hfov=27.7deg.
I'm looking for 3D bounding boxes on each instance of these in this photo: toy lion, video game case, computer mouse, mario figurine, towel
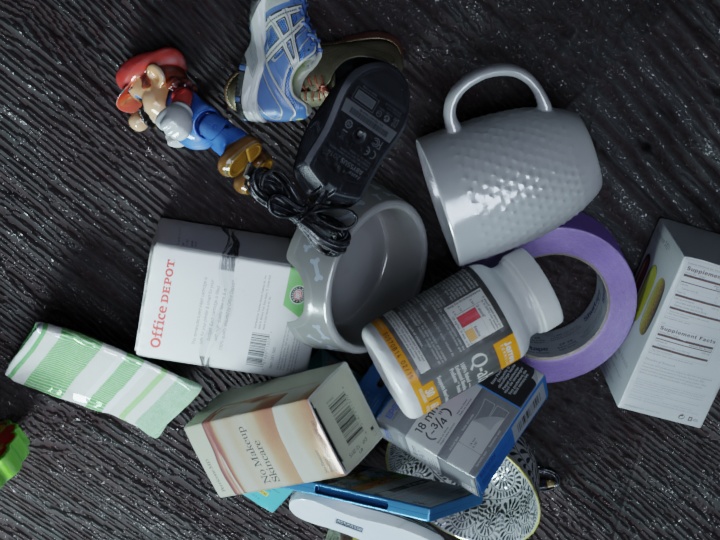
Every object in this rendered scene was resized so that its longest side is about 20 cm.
[{"bbox_3d":[-0.480,0.254,1.688,0.191,0.200,0.069,-18,115,26],"label":"toy lion"},{"bbox_3d":[0.023,0.253,1.687,0.199,0.143,0.018,8,95,29],"label":"video game case"},{"bbox_3d":[-0.026,-0.129,1.506,0.138,0.053,0.200,37,83,-27],"label":"computer mouse"},{"bbox_3d":[-0.190,-0.148,1.528,0.106,0.200,0.124,-31,149,-36],"label":"mario figurine"},{"bbox_3d":[0.154,0.283,1.826,0.199,0.034,0.059,-14,115,3],"label":"computer mouse"},{"bbox_3d":[-0.301,0.128,1.689,0.199,0.023,0.153,26,144,-15],"label":"towel"}]

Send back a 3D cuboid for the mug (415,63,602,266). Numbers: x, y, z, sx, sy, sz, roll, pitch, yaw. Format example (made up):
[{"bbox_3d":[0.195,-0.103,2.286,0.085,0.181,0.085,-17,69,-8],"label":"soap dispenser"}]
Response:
[{"bbox_3d":[0.157,-0.125,1.573,0.175,0.148,0.201,-19,110,0],"label":"mug"}]

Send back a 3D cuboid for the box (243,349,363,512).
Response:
[{"bbox_3d":[-0.077,0.195,1.760,0.082,0.049,0.200,35,109,-18],"label":"box"}]

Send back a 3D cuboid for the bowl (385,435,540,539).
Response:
[{"bbox_3d":[0.139,0.227,1.748,0.200,0.094,0.201,20,137,19],"label":"bowl"}]

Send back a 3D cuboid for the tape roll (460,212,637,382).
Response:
[{"bbox_3d":[0.216,0.029,1.691,0.199,0.066,0.201,-1,116,-3],"label":"tape roll"}]

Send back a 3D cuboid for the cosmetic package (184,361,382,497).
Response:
[{"bbox_3d":[-0.088,0.181,1.638,0.199,0.087,0.104,-18,105,40],"label":"cosmetic package"}]

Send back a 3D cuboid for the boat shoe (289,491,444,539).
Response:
[{"bbox_3d":[0.014,0.295,1.793,0.199,0.068,0.072,18,142,4],"label":"boat shoe"}]

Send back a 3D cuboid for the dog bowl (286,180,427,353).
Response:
[{"bbox_3d":[0.000,0.000,1.606,0.059,0.200,0.201,20,122,35],"label":"dog bowl"}]

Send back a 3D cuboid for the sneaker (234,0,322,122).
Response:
[{"bbox_3d":[-0.074,-0.249,1.511,0.077,0.076,0.201,10,97,12],"label":"sneaker"}]

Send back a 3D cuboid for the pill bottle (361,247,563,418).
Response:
[{"bbox_3d":[0.111,0.064,1.574,0.199,0.116,0.117,-29,115,-5],"label":"pill bottle"}]

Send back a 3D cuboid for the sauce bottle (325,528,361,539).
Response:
[{"bbox_3d":[0.054,0.368,1.843,0.199,0.065,0.065,18,113,-11],"label":"sauce bottle"}]

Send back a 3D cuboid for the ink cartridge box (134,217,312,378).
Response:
[{"bbox_3d":[-0.147,0.032,1.658,0.199,0.084,0.147,10,114,-8],"label":"ink cartridge box"}]

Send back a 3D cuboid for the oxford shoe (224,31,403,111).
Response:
[{"bbox_3d":[-0.051,-0.207,1.556,0.199,0.075,0.071,-17,116,4],"label":"oxford shoe"}]

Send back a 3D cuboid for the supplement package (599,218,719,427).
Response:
[{"bbox_3d":[0.371,0.060,1.689,0.109,0.114,0.201,14,113,-11],"label":"supplement package"}]

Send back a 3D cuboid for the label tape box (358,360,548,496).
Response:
[{"bbox_3d":[0.089,0.139,1.643,0.144,0.200,0.063,-54,155,-17],"label":"label tape box"}]
